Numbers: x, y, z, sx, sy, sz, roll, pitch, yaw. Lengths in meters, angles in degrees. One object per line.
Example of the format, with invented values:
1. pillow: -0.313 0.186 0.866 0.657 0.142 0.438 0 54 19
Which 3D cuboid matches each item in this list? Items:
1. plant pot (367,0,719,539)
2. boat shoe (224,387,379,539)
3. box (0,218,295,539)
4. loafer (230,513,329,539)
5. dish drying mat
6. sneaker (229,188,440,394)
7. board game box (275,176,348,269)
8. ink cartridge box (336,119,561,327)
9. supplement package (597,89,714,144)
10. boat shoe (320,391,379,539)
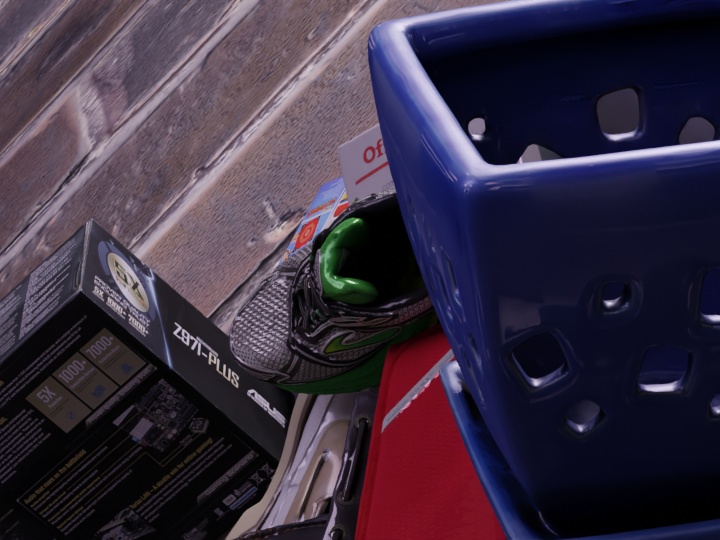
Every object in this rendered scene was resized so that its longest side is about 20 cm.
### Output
1. plant pot: 0.120 0.005 0.983 0.199 0.180 0.200 -9 23 -6
2. boat shoe: -0.002 0.105 1.275 0.068 0.075 0.200 24 84 44
3. box: -0.161 0.101 1.459 0.200 0.164 0.086 -41 22 19
4. loafer: -0.046 0.153 1.199 0.200 0.073 0.072 -19 -12 16
5. dish drying mat: 0.030 0.096 1.075 0.077 0.018 0.200 -17 40 26
6. sneaker: 0.000 0.000 1.178 0.200 0.085 0.078 -31 64 46
7. board game box: 0.018 -0.012 1.486 0.200 0.034 0.136 -20 35 52
8. ink cartridge box: 0.058 -0.022 1.231 0.117 0.067 0.200 -29 65 41
9. supplement package: 0.160 -0.146 1.336 0.114 0.110 0.200 -32 26 37
10. boat shoe: -0.005 0.144 1.132 0.072 0.066 0.201 74 -147 -63
